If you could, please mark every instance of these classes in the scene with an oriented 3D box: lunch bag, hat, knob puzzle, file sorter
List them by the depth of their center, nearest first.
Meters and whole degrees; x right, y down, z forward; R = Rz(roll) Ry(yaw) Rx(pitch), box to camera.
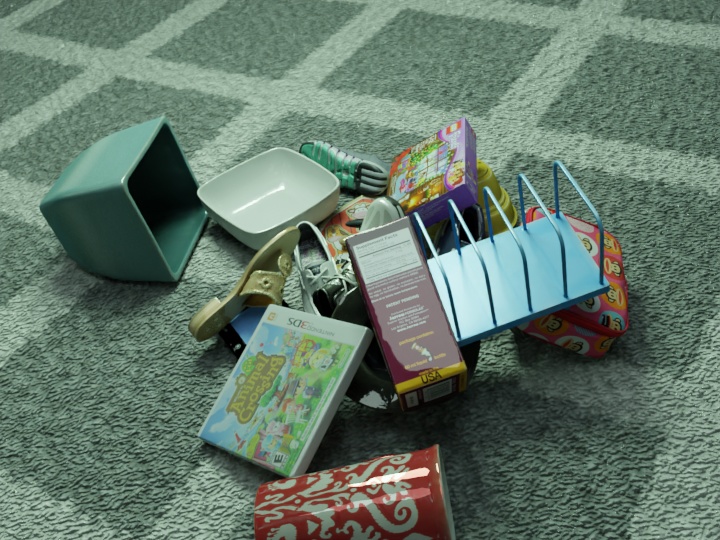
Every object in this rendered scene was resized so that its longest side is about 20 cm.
[{"bbox_3d":[0.176,-0.027,0.991,0.199,0.123,0.139,-20,46,-1],"label":"file sorter"},{"bbox_3d":[0.056,0.100,1.075,0.199,0.081,0.202,-1,71,4],"label":"hat"},{"bbox_3d":[0.265,0.008,1.106,0.175,0.082,0.201,20,45,-8],"label":"lunch bag"},{"bbox_3d":[0.013,-0.071,1.328,0.218,0.031,0.220,-9,38,7],"label":"knob puzzle"}]

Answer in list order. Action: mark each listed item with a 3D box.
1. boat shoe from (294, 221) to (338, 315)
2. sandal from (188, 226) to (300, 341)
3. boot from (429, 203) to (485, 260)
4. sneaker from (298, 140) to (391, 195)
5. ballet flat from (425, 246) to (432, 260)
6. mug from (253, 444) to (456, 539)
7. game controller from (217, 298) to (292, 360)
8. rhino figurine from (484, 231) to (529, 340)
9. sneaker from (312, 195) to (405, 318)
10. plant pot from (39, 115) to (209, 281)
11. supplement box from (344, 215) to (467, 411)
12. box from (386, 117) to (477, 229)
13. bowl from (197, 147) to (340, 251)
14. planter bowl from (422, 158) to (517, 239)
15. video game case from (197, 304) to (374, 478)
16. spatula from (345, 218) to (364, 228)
[{"bbox_3d":[-0.059,0.009,1.209,0.071,0.069,0.201,-15,51,4],"label":"boat shoe"},{"bbox_3d":[-0.142,0.036,1.162,0.212,0.078,0.070,-44,67,-8],"label":"sandal"},{"bbox_3d":[0.127,0.004,1.132,0.072,0.090,0.201,12,64,-8],"label":"boot"},{"bbox_3d":[-0.017,-0.182,1.461,0.199,0.075,0.087,26,28,31],"label":"sneaker"},{"bbox_3d":[0.080,0.005,1.216,0.198,0.071,0.066,-12,64,-9],"label":"ballet flat"},{"bbox_3d":[0.000,0.272,0.891,0.198,0.178,0.134,-10,76,5],"label":"mug"},{"bbox_3d":[-0.136,0.090,1.166,0.104,0.042,0.200,-27,43,-20],"label":"game controller"},{"bbox_3d":[0.208,0.023,1.156,0.087,0.060,0.201,20,35,-22],"label":"rhino figurine"},{"bbox_3d":[0.000,0.000,1.102,0.075,0.202,0.115,18,15,36],"label":"sneaker"},{"bbox_3d":[-0.394,-0.103,1.337,0.198,0.197,0.196,-7,39,17],"label":"plant pot"},{"bbox_3d":[0.054,0.053,0.989,0.085,0.110,0.201,-19,69,-1],"label":"supplement box"},{"bbox_3d":[0.104,-0.135,1.205,0.136,0.039,0.201,-27,29,24],"label":"box"},{"bbox_3d":[-0.148,-0.112,1.380,0.199,0.075,0.200,-33,44,-25],"label":"bowl"},{"bbox_3d":[0.154,-0.129,1.308,0.199,0.084,0.201,1,32,-1],"label":"planter bowl"},{"bbox_3d":[-0.096,0.144,1.024,0.181,0.022,0.201,10,64,42],"label":"video game case"},{"bbox_3d":[0.060,-0.080,1.254,0.199,0.021,0.056,-7,7,32],"label":"spatula"}]
